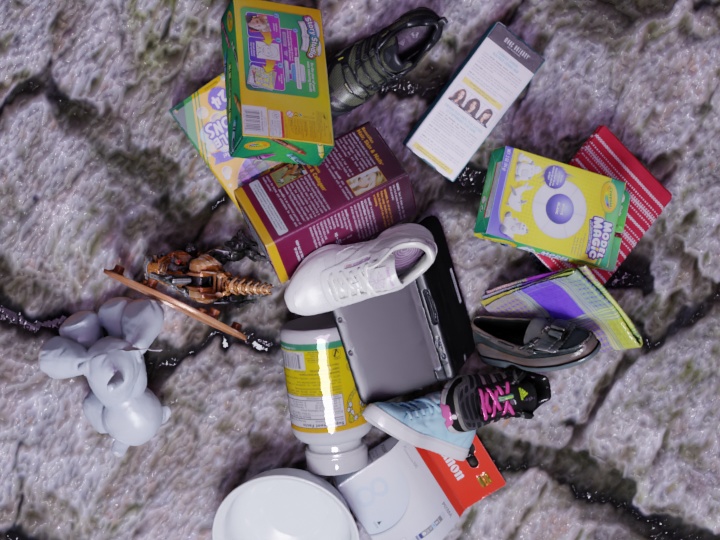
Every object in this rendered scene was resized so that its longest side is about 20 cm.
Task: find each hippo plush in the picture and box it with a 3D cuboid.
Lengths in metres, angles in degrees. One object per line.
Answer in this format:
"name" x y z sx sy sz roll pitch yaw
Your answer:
"hippo plush" -0.300 0.139 1.523 0.159 0.200 0.161 -43 130 -33

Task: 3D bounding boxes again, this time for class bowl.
"bowl" -0.095 0.343 1.583 0.201 0.090 0.201 2 112 5

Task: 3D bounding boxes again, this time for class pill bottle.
"pill bottle" -0.041 0.164 1.555 0.113 0.113 0.200 -7 100 -3

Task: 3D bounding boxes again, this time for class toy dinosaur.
"toy dinosaur" -0.190 0.013 1.503 0.200 0.136 0.102 36 117 32

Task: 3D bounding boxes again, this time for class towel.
"towel" 0.305 -0.075 1.529 0.145 0.022 0.200 44 77 -11
"towel" 0.261 0.065 1.531 0.144 0.200 0.023 49 57 -15

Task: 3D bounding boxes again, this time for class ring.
"ring" -0.232 0.039 1.480 0.200 0.200 0.019 26 83 -8

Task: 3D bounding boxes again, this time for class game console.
"game console" 0.054 0.049 1.539 0.116 0.176 0.200 -12 102 25

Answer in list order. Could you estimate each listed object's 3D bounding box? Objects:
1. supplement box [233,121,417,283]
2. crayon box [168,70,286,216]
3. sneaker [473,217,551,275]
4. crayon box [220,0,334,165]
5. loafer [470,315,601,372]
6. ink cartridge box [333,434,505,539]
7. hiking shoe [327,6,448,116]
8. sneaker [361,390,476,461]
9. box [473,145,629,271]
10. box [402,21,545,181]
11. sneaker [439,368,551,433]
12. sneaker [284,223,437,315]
"supplement box" -0.043 -0.087 1.480 0.200 0.110 0.086 -27 144 -7
"crayon box" -0.139 -0.163 1.523 0.126 0.052 0.200 -35 101 2
"sneaker" 0.224 -0.020 1.553 0.146 0.077 0.203 -4 90 -15
"crayon box" -0.104 -0.235 1.448 0.119 0.058 0.200 4 67 -23
"loafer" 0.219 0.089 1.522 0.072 0.200 0.063 -43 113 -33
"ink cartridge box" 0.086 0.297 1.610 0.200 0.047 0.160 -32 107 0
"hiking shoe" 0.021 -0.269 1.491 0.200 0.101 0.076 -39 100 3
"sneaker" 0.081 0.188 1.532 0.200 0.074 0.082 26 86 -47
"box" 0.251 -0.074 1.477 0.200 0.048 0.118 14 85 -18
"box" 0.147 -0.221 1.534 0.082 0.049 0.200 37 95 -9
"sneaker" 0.183 0.166 1.531 0.087 0.200 0.074 -13 86 39
"sneaker" 0.000 0.000 1.420 0.200 0.100 0.075 -25 106 0
